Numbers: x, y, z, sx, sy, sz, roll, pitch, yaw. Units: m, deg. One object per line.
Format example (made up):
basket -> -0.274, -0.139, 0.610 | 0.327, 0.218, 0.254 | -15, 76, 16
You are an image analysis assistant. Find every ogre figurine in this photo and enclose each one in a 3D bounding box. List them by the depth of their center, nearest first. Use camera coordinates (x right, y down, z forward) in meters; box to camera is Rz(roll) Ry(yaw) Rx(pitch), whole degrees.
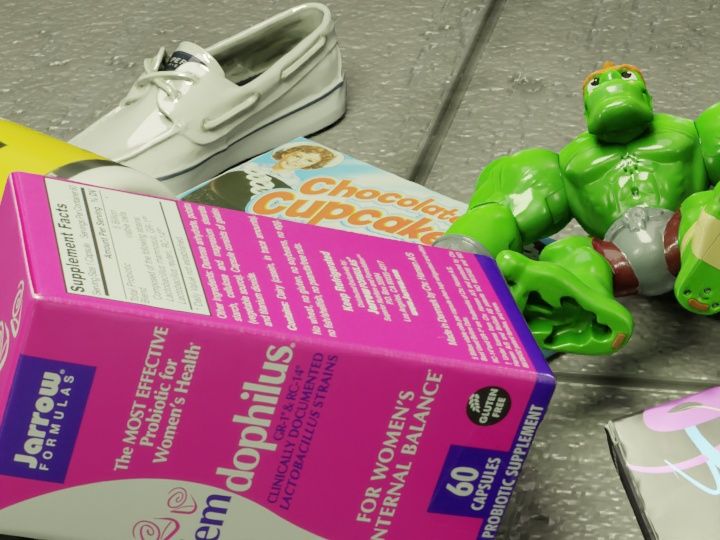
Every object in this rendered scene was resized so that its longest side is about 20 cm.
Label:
ogre figurine -> 0.115, -0.023, 0.976 | 0.200, 0.098, 0.120 | -31, 27, 19

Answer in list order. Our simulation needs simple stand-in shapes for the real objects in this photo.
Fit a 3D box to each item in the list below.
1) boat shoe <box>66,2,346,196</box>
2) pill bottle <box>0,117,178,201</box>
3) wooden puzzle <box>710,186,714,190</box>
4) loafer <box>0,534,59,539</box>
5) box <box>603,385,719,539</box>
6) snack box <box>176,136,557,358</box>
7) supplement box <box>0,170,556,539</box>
boat shoe -> -0.091, -0.086, 1.199 | 0.073, 0.065, 0.200 | 22, 39, 37
pill bottle -> -0.179, -0.015, 1.038 | 0.200, 0.115, 0.114 | 21, 38, 37
wooden puzzle -> 0.234, -0.026, 1.080 | 0.200, 0.037, 0.185 | -29, 37, -36
loafer -> -0.159, 0.098, 0.900 | 0.200, 0.068, 0.070 | 36, 84, 39
box -> 0.202, 0.086, 0.805 | 0.200, 0.036, 0.143 | -17, 55, -2
snack box -> 0.000, 0.000, 1.064 | 0.116, 0.037, 0.200 | -28, 37, -37
supplement box -> -0.043, 0.043, 0.869 | 0.200, 0.101, 0.103 | 10, 26, -17
